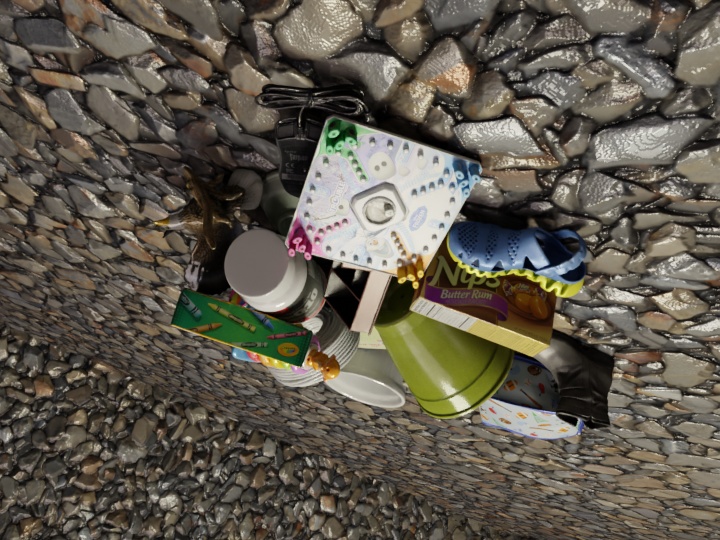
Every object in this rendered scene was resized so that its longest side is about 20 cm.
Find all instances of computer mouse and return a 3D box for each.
[{"bbox_3d":[-0.042,-0.162,0.717,0.137,0.047,0.201,2,150,7],"label":"computer mouse"}]

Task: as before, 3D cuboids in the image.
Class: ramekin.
[{"bbox_3d":[0.019,0.232,1.340,0.197,0.099,0.202,15,152,8],"label":"ramekin"}]

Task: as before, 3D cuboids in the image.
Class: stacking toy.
[{"bbox_3d":[-0.111,0.133,0.990,0.198,0.118,0.109,21,178,31],"label":"stacking toy"}]

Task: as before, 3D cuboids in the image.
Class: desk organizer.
[{"bbox_3d":[0.000,0.000,0.854,0.075,0.072,0.202,7,132,-12],"label":"desk organizer"}]

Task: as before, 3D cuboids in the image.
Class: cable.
[{"bbox_3d":[-0.096,0.129,1.119,0.197,0.202,0.070,-16,124,20],"label":"cable"}]

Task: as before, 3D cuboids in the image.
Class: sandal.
[{"bbox_3d":[0.212,-0.031,0.760,0.196,0.081,0.088,11,150,-2],"label":"sandal"}]

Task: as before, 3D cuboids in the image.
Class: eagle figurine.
[{"bbox_3d":[-0.236,-0.071,0.879,0.148,0.154,0.201,21,154,-3],"label":"eagle figurine"}]

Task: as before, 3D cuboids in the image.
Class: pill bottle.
[{"bbox_3d":[-0.125,0.012,0.882,0.112,0.116,0.200,12,170,13],"label":"pill bottle"}]

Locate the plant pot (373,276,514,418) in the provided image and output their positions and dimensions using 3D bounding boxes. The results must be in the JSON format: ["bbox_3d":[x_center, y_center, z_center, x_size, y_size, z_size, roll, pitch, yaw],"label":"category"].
[{"bbox_3d":[0.118,0.101,0.956,0.199,0.202,0.193,-14,127,47],"label":"plant pot"}]

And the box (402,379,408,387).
[{"bbox_3d":[0.172,0.188,1.165,0.077,0.096,0.200,27,151,-15],"label":"box"}]

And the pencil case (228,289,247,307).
[{"bbox_3d":[-0.192,0.098,1.250,0.087,0.090,0.200,-6,147,39],"label":"pencil case"}]

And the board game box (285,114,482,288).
[{"bbox_3d":[0.023,-0.073,0.722,0.196,0.026,0.202,14,131,-14],"label":"board game box"}]

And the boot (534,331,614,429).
[{"bbox_3d":[0.351,0.189,1.005,0.196,0.134,0.070,19,154,-1],"label":"boot"}]

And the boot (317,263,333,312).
[{"bbox_3d":[-0.125,0.032,1.083,0.166,0.077,0.200,30,145,-12],"label":"boot"}]

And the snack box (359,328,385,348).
[{"bbox_3d":[0.032,0.121,1.190,0.197,0.038,0.116,-3,145,37],"label":"snack box"}]

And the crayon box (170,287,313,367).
[{"bbox_3d":[-0.175,0.088,0.879,0.197,0.059,0.119,19,171,-7],"label":"crayon box"}]

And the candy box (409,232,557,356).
[{"bbox_3d":[0.181,0.031,0.841,0.197,0.118,0.057,21,153,-3],"label":"candy box"}]

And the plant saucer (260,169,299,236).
[{"bbox_3d":[-0.071,-0.073,0.885,0.196,0.051,0.201,16,153,8],"label":"plant saucer"}]

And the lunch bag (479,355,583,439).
[{"bbox_3d":[0.341,0.254,1.147,0.197,0.125,0.171,14,153,27],"label":"lunch bag"}]
